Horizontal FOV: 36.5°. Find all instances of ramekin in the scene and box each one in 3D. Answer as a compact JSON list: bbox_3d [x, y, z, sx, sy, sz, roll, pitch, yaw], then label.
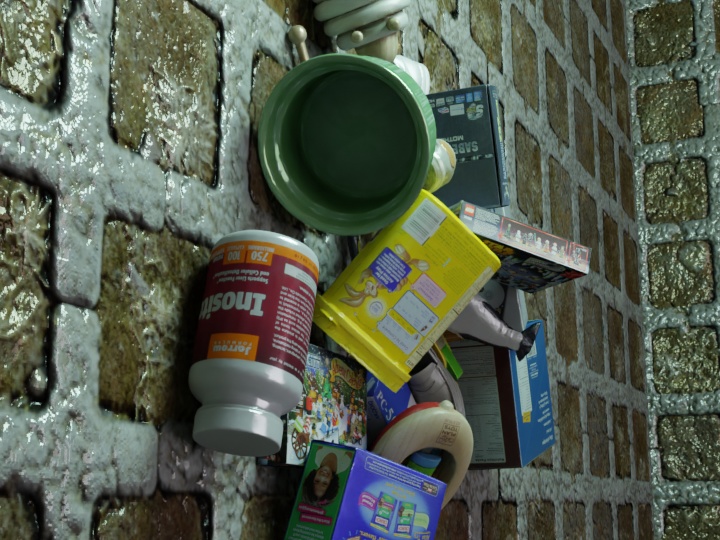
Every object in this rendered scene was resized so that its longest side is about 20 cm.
[{"bbox_3d":[-0.008,-0.148,1.237,0.098,0.198,0.202,-46,126,-67],"label":"ramekin"}]

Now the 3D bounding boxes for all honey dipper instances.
[{"bbox_3d":[-0.051,-0.201,1.338,0.038,0.038,0.202,-39,118,-61],"label":"honey dipper"}]

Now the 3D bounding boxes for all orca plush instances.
[{"bbox_3d":[0.153,0.043,1.503,0.071,0.198,0.106,-77,-176,-57],"label":"orca plush"}]

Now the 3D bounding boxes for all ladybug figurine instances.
[{"bbox_3d":[0.064,0.239,1.363,0.135,0.201,0.072,18,22,-28],"label":"ladybug figurine"}]

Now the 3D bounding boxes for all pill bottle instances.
[{"bbox_3d":[-0.106,0.072,1.067,0.113,0.112,0.202,46,44,-53],"label":"pill bottle"}]

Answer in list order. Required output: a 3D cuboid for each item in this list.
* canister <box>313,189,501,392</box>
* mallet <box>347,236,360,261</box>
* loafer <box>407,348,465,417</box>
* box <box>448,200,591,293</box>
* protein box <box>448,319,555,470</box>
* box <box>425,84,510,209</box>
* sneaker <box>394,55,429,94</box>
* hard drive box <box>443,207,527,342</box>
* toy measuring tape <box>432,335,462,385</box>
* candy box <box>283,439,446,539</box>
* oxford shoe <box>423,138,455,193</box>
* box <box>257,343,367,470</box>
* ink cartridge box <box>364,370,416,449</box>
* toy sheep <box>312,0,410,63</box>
[{"bbox_3d":[0.053,0.022,1.290,0.148,0.200,0.087,42,-1,-22],"label":"canister"},{"bbox_3d":[0.000,0.000,1.407,0.066,0.041,0.202,22,61,-62],"label":"mallet"},{"bbox_3d":[0.080,0.139,1.470,0.201,0.070,0.070,61,20,-2],"label":"loafer"},{"bbox_3d":[0.181,-0.027,1.428,0.199,0.137,0.040,18,71,-20],"label":"box"},{"bbox_3d":[0.203,0.188,1.681,0.198,0.134,0.202,-7,91,-65],"label":"protein box"},{"bbox_3d":[0.089,-0.150,1.433,0.051,0.198,0.159,-15,98,-68],"label":"box"},{"bbox_3d":[0.055,-0.209,1.546,0.088,0.075,0.202,15,65,-50],"label":"sneaker"},{"bbox_3d":[0.148,-0.006,1.571,0.077,0.155,0.202,-46,126,-71],"label":"hard drive box"},{"bbox_3d":[0.074,0.094,1.536,0.201,0.073,0.074,58,28,-2],"label":"toy measuring tape"},{"bbox_3d":[-0.003,0.307,1.192,0.169,0.077,0.202,31,68,-42],"label":"candy box"},{"bbox_3d":[0.053,-0.113,1.364,0.058,0.200,0.076,-36,98,-33],"label":"oxford shoe"},{"bbox_3d":[-0.050,0.161,1.255,0.200,0.037,0.138,27,61,-61],"label":"box"},{"bbox_3d":[0.042,0.202,1.438,0.094,0.044,0.201,-70,145,-46],"label":"ink cartridge box"},{"bbox_3d":[-0.002,-0.348,1.366,0.138,0.137,0.202,-39,115,-61],"label":"toy sheep"}]
